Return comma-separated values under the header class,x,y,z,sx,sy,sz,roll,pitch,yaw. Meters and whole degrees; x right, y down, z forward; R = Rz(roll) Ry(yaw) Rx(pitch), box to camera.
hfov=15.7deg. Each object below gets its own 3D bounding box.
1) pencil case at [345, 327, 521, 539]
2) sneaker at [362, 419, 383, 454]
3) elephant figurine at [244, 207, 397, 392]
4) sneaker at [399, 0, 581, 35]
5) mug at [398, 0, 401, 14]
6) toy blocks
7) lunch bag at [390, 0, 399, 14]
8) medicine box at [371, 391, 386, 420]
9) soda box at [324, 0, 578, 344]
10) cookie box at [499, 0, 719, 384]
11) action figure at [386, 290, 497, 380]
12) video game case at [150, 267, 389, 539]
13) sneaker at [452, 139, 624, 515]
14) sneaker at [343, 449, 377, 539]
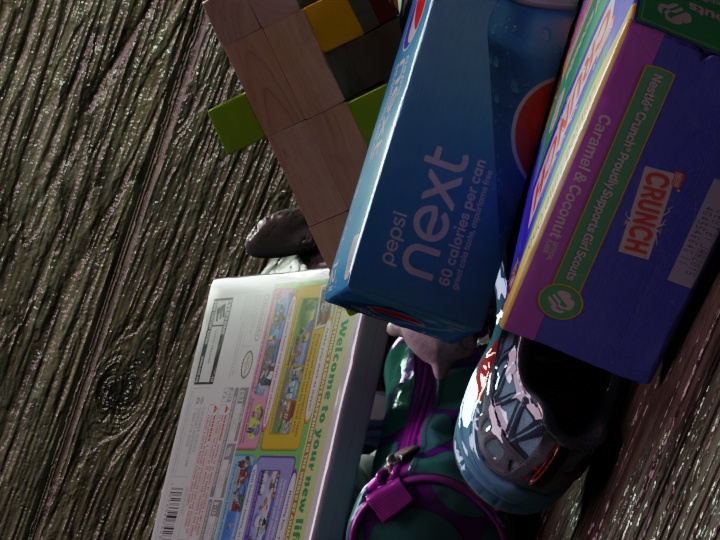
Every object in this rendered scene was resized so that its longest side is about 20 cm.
class,x,y,z,sx,sy,sz,roll,pitch,yaw
pencil case,0.045,0.097,1.381,0.200,0.085,0.093,-77,-37,-64
sneaker,-0.005,0.110,1.544,0.078,0.199,0.076,34,112,43
elephant figurine,0.000,0.000,1.529,0.200,0.141,0.156,111,179,-74
sneaker,0.103,-0.140,1.283,0.199,0.077,0.086,-24,48,29
mug,0.086,-0.153,1.474,0.185,0.152,0.115,-38,-18,-24
toy blocks,-0.001,-0.094,1.364,0.100,0.201,0.137,-23,6,28
lunch bag,0.006,-0.163,1.636,0.124,0.200,0.170,-35,-24,-30
medicine box,0.012,0.117,1.753,0.200,0.102,0.183,112,176,-49
soda box,0.047,-0.073,1.203,0.064,0.067,0.201,150,138,-77
cookie box,0.129,-0.084,1.121,0.201,0.075,0.172,-75,4,-50
action figure,0.080,-0.031,1.354,0.194,0.104,0.200,-53,13,-12
video game case,-0.053,0.098,1.427,0.182,0.022,0.201,-6,68,58
sneaker,0.103,0.010,1.199,0.096,0.079,0.201,138,145,-62
sneaker,-0.007,0.190,1.418,0.082,0.088,0.201,99,163,-49
